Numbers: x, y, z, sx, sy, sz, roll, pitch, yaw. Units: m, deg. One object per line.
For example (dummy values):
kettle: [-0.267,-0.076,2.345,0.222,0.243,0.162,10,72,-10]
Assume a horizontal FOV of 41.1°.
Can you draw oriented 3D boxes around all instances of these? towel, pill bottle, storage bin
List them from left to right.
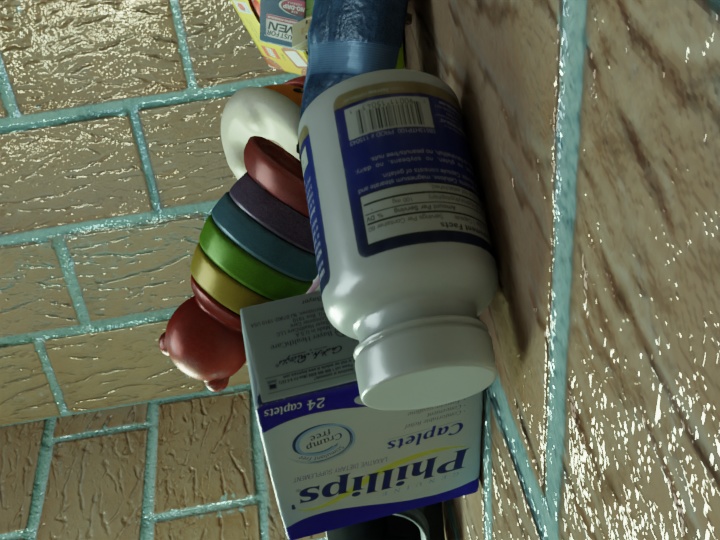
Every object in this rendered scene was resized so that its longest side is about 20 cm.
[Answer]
towel: [-0.007,-0.184,0.788,0.111,0.048,0.204,19,103,56]
pill bottle: [0.028,-0.018,0.640,0.120,0.117,0.204,89,173,-67]
storage bin: [0.052,0.312,1.143,0.135,0.143,0.203,-57,-34,-51]

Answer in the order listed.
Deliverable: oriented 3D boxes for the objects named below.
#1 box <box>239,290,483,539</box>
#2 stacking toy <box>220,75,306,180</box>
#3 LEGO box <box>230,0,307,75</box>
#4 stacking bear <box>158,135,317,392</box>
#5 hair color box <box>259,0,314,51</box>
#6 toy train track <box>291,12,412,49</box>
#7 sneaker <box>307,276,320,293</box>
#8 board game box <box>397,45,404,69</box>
box: [0.006,0.113,0.808,0.202,0.180,0.106,83,172,-46]
stacking toy: [-0.030,-0.154,0.954,0.200,0.144,0.148,-45,-35,-35]
LEGO box: [-0.076,-0.339,1.070,0.151,0.076,0.200,-65,-25,-17]
stacking bear: [-0.097,0.003,0.819,0.202,0.120,0.114,-58,-3,10]
hair color box: [-0.051,-0.333,0.958,0.100,0.060,0.203,-37,-42,-52]
toy train track: [-0.002,-0.231,0.861,0.199,0.032,0.117,-3,84,58]
sneaker: [0.000,0.000,0.934,0.080,0.199,0.089,-36,31,39]
board game box: [0.007,-0.303,0.911,0.103,0.047,0.202,-103,5,-48]
